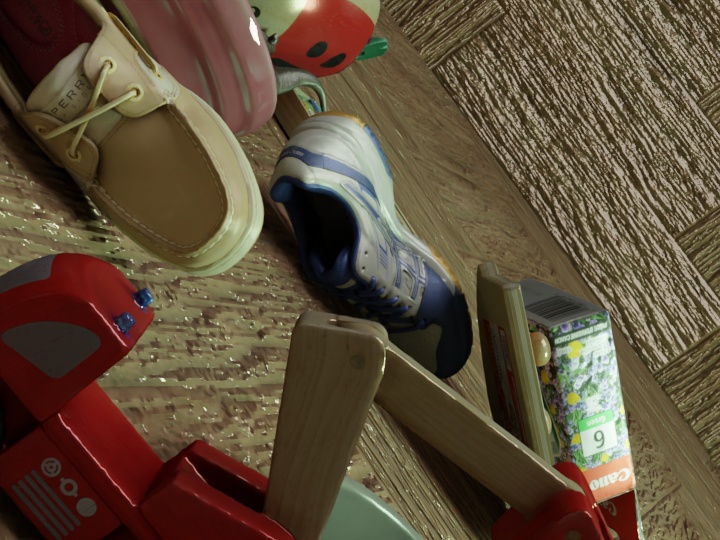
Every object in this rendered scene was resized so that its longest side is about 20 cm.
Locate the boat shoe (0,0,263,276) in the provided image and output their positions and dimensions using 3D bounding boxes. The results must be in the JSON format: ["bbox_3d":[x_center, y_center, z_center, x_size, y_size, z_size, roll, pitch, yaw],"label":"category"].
[{"bbox_3d":[-0.124,-0.077,0.745,0.200,0.074,0.069,47,10,20],"label":"boat shoe"}]

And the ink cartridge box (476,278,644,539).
[{"bbox_3d":[0.142,0.114,1.178,0.109,0.050,0.200,-154,-130,-64],"label":"ink cartridge box"}]

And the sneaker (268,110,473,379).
[{"bbox_3d":[0.000,0.000,1.076,0.200,0.075,0.088,58,37,-17],"label":"sneaker"}]

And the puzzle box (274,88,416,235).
[{"bbox_3d":[0.003,-0.056,1.346,0.200,0.025,0.133,58,11,27],"label":"puzzle box"}]

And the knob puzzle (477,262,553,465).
[{"bbox_3d":[0.110,0.091,1.082,0.220,0.030,0.220,168,-90,-87],"label":"knob puzzle"}]

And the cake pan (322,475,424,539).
[{"bbox_3d":[0.025,0.170,0.658,0.200,0.037,0.200,51,11,-13],"label":"cake pan"}]

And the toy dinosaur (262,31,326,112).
[{"bbox_3d":[-0.102,-0.163,1.164,0.200,0.077,0.102,54,21,-26],"label":"toy dinosaur"}]

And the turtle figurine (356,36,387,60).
[{"bbox_3d":[-0.022,-0.362,2.051,0.150,0.101,0.200,20,48,-46],"label":"turtle figurine"}]

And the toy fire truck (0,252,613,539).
[{"bbox_3d":[-0.024,0.061,0.512,0.200,0.141,0.049,52,10,-8],"label":"toy fire truck"}]

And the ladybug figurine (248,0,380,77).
[{"bbox_3d":[-0.058,-0.194,1.293,0.200,0.136,0.072,8,81,-60],"label":"ladybug figurine"}]

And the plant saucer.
[{"bbox_3d":[-0.123,-0.145,0.850,0.201,0.051,0.201,46,-16,17],"label":"plant saucer"}]
